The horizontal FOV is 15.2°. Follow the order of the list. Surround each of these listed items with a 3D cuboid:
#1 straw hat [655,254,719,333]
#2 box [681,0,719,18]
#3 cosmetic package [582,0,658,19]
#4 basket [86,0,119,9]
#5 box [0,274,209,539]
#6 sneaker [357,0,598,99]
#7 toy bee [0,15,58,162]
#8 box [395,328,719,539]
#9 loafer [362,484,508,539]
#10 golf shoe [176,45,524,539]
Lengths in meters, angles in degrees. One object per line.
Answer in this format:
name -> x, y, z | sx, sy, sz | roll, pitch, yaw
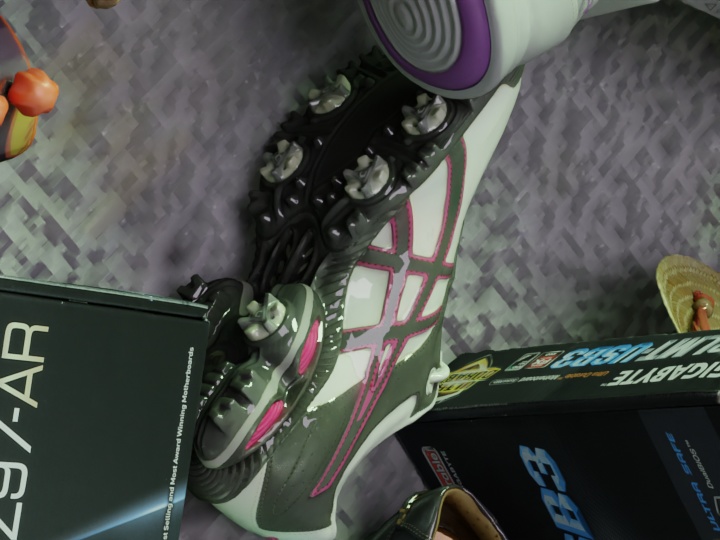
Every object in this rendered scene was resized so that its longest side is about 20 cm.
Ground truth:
straw hat -> 0.150, 0.092, 0.998 | 0.201, 0.201, 0.085 | 38, 109, -23
box -> 0.185, -0.187, 0.987 | 0.101, 0.112, 0.201 | 19, 54, -22
cosmetic package -> 0.021, -0.169, 0.954 | 0.199, 0.074, 0.102 | 18, 79, -27
basket -> -0.099, -0.208, 0.805 | 0.148, 0.143, 0.201 | 24, 44, -27
box -> -0.123, 0.100, 0.817 | 0.160, 0.043, 0.202 | 11, 87, -55
sneaker -> 0.025, -0.162, 0.885 | 0.099, 0.075, 0.201 | -26, 106, -42
toy bee -> -0.129, -0.073, 0.838 | 0.131, 0.108, 0.201 | -45, 108, -27
box -> 0.119, 0.116, 0.918 | 0.050, 0.198, 0.201 | -37, 105, -29
loafer -> 0.055, 0.164, 0.898 | 0.072, 0.072, 0.201 | -20, 66, -35
golf shoe -> 0.000, 0.000, 0.939 | 0.201, 0.077, 0.088 | -55, 129, -16
